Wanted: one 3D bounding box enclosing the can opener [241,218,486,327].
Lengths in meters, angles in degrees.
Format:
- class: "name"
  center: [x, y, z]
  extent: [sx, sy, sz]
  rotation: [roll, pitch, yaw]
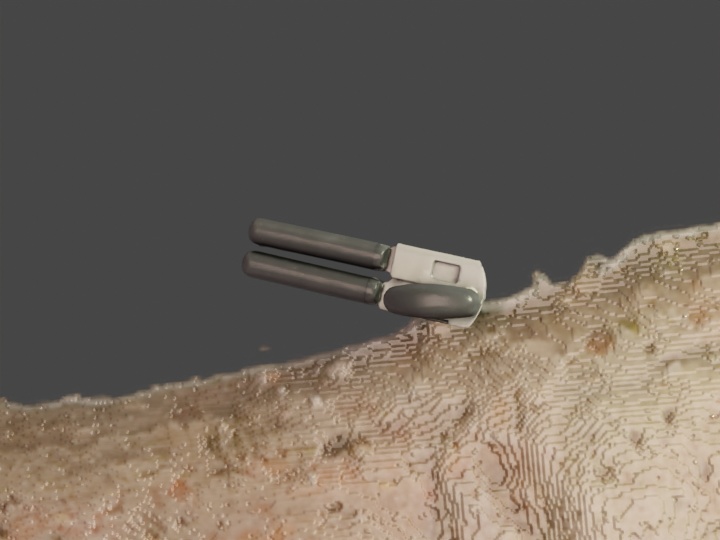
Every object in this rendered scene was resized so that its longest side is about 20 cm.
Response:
- class: "can opener"
  center: [0.000, 0.000, 1.626]
  extent: [0.199, 0.067, 0.054]
  rotation: [12, 91, 15]
